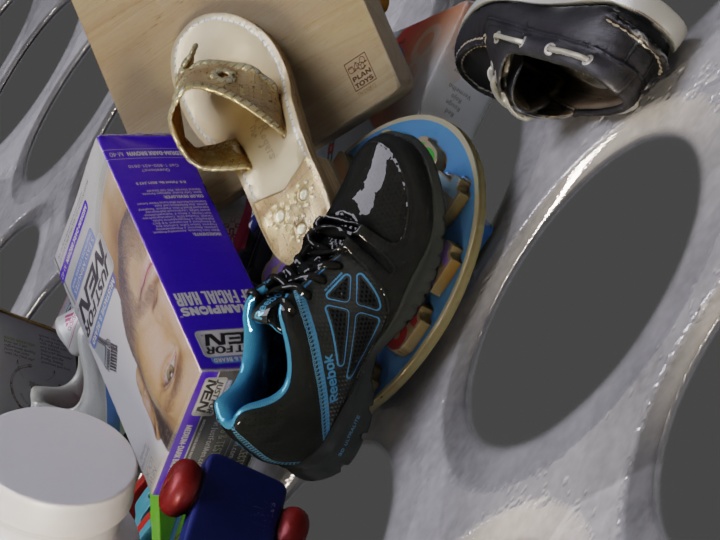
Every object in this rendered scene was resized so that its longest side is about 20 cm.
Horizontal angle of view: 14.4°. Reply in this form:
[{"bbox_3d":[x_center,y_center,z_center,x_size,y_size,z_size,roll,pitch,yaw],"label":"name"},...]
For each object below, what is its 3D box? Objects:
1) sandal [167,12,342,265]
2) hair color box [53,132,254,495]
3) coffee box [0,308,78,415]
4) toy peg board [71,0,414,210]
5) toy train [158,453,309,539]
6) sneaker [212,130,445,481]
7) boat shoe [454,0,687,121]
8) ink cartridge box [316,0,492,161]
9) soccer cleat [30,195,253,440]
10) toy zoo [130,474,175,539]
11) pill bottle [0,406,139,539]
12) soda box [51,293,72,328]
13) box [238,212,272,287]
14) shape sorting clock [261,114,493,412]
[{"bbox_3d":[-0.077,-0.088,1.671,0.078,0.070,0.212,-48,51,21],"label":"sandal"},{"bbox_3d":[-0.116,0.024,1.708,0.200,0.065,0.109,61,142,37],"label":"hair color box"},{"bbox_3d":[-0.235,0.143,1.877,0.114,0.080,0.200,-42,38,38],"label":"coffee box"},{"bbox_3d":[-0.060,-0.159,1.788,0.200,0.199,0.098,-30,-11,33],"label":"toy peg board"},{"bbox_3d":[-0.101,0.210,1.578,0.116,0.085,0.200,-53,17,47],"label":"toy train"},{"bbox_3d":[-0.015,0.013,1.563,0.073,0.082,0.200,9,78,49],"label":"sneaker"},{"bbox_3d":[0.104,-0.113,1.579,0.200,0.074,0.060,2,56,59],"label":"boat shoe"},{"bbox_3d":[0.007,-0.062,1.770,0.200,0.050,0.162,-61,18,-18],"label":"ink cartridge box"},{"bbox_3d":[-0.142,0.027,1.828,0.200,0.086,0.070,-60,14,11],"label":"soccer cleat"},{"bbox_3d":[-0.156,0.199,1.809,0.200,0.020,0.131,-52,20,18],"label":"toy zoo"},{"bbox_3d":[-0.191,0.187,1.667,0.116,0.115,0.200,-92,13,-59],"label":"pill bottle"},{"bbox_3d":[-0.169,0.031,1.979,0.064,0.068,0.200,-94,28,-60],"label":"soda box"},{"bbox_3d":[-0.076,-0.005,1.895,0.121,0.032,0.200,-48,19,46],"label":"box"},{"bbox_3d":[0.000,0.000,1.650,0.200,0.039,0.200,-29,47,37],"label":"shape sorting clock"}]
